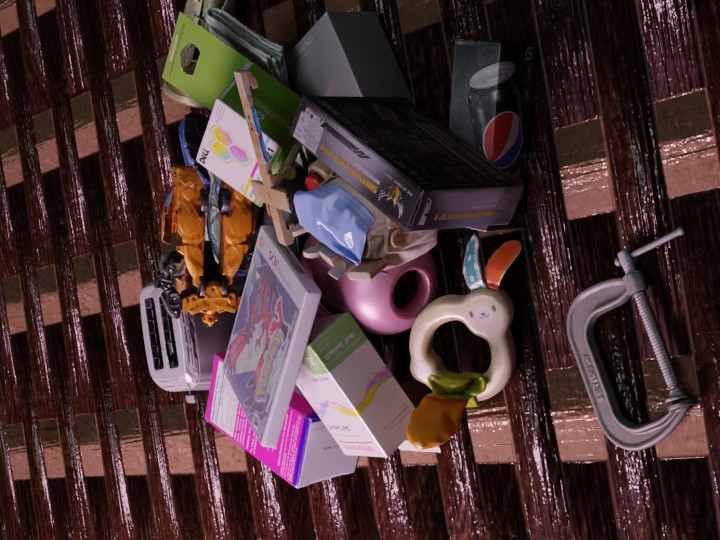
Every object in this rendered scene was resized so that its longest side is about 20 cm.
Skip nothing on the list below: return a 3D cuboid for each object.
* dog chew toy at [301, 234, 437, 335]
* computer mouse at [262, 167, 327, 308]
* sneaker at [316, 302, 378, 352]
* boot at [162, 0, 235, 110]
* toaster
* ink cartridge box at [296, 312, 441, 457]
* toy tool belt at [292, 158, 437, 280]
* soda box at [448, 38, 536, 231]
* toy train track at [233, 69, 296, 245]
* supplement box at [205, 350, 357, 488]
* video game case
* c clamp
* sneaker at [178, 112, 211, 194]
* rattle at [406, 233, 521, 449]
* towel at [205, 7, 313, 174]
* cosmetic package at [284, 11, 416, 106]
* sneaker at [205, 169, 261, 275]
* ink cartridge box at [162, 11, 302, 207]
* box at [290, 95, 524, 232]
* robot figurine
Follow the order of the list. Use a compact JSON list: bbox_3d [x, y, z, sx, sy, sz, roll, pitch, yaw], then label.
[{"bbox_3d":[0.000,0.000,1.536,0.199,0.124,0.126,22,111,51],"label":"dog chew toy"},{"bbox_3d":[-0.085,-0.020,1.657,0.140,0.046,0.201,43,132,33],"label":"computer mouse"},{"bbox_3d":[-0.072,0.075,1.621,0.200,0.075,0.100,45,130,10],"label":"sneaker"},{"bbox_3d":[-0.203,-0.305,1.699,0.200,0.072,0.156,-104,32,-63],"label":"boot"},{"bbox_3d":[-0.218,0.075,1.764,0.113,0.129,0.202,-8,89,46],"label":"toaster"},{"bbox_3d":[-0.004,0.151,1.518,0.201,0.067,0.117,55,155,-10],"label":"ink cartridge box"},{"bbox_3d":[-0.019,-0.057,1.407,0.199,0.123,0.126,28,147,42],"label":"toy tool belt"},{"bbox_3d":[0.139,-0.147,1.405,0.070,0.063,0.202,14,106,45],"label":"soda box"},{"bbox_3d":[-0.099,-0.128,1.455,0.115,0.032,0.202,25,132,64],"label":"toy train track"},{"bbox_3d":[-0.099,0.182,1.673,0.199,0.101,0.104,30,117,41],"label":"supplement box"},{"bbox_3d":[-0.108,0.074,1.522,0.182,0.023,0.202,51,129,57],"label":"video game case"},{"bbox_3d":[0.280,0.077,1.312,0.170,0.027,0.202,-23,78,46],"label":"c clamp"},{"bbox_3d":[-0.213,-0.118,1.777,0.078,0.075,0.202,-25,75,49],"label":"sneaker"},{"bbox_3d":[0.104,0.071,1.407,0.130,0.142,0.201,42,127,25],"label":"rattle"},{"bbox_3d":[-0.122,-0.223,1.627,0.149,0.031,0.201,40,158,37],"label":"towel"},{"bbox_3d":[-0.002,-0.195,1.532,0.107,0.090,0.201,-40,69,45],"label":"cosmetic package"},{"bbox_3d":[-0.162,-0.095,1.697,0.085,0.076,0.202,-20,74,57],"label":"sneaker"},{"bbox_3d":[-0.165,-0.189,1.553,0.199,0.076,0.148,35,150,1],"label":"ink cartridge box"},{"bbox_3d":[0.047,-0.114,1.346,0.200,0.158,0.049,41,121,34],"label":"box"},{"bbox_3d":[-0.189,-0.031,1.638,0.058,0.144,0.202,-151,62,-66],"label":"robot figurine"}]
